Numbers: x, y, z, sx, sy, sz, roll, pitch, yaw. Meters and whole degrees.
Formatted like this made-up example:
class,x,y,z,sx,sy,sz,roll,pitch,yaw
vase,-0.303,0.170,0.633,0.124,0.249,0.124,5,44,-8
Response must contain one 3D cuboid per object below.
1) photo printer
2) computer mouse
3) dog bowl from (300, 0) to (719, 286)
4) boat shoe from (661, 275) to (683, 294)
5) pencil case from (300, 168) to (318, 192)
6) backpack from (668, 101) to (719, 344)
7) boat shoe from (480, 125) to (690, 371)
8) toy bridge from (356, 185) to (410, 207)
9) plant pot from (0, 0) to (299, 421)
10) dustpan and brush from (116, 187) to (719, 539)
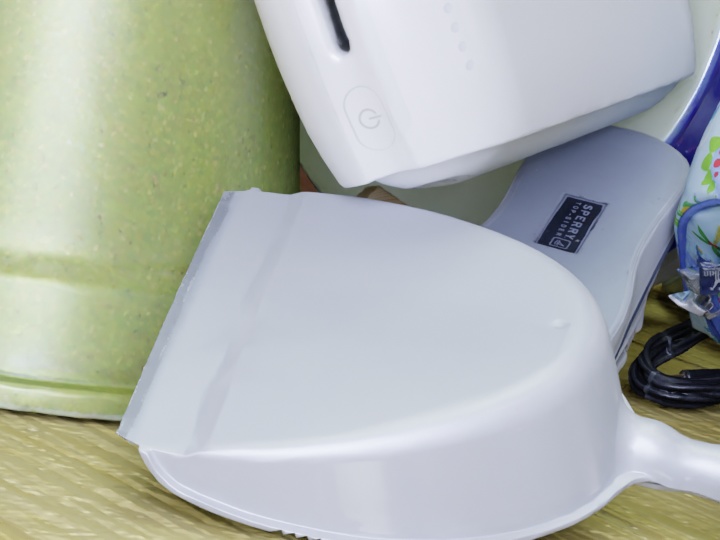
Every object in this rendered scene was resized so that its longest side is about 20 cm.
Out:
class,x,y,z,sx,sy,sz,roll,pitch,yaw
photo printer,0.026,-0.113,0.874,0.069,0.167,0.200,-14,3,28
computer mouse,0.185,0.042,1.050,0.200,0.034,0.059,1,38,-21
dog bowl,0.067,-0.093,1.057,0.200,0.201,0.079,16,-4,36
boat shoe,0.178,-0.001,1.224,0.071,0.070,0.201,33,3,-5
pencil case,0.047,-0.049,1.290,0.200,0.088,0.087,13,9,15
backpack,0.174,-0.023,0.936,0.154,0.163,0.200,17,-22,34
boat shoe,0.053,0.022,0.897,0.073,0.065,0.200,21,33,21
toy bridge,0.000,0.000,1.021,0.067,0.027,0.200,34,-8,-14
plant pot,-0.094,-0.066,0.911,0.200,0.185,0.200,9,8,-1
dustpan and brush,0.048,0.038,0.783,0.199,0.057,0.140,4,32,10
